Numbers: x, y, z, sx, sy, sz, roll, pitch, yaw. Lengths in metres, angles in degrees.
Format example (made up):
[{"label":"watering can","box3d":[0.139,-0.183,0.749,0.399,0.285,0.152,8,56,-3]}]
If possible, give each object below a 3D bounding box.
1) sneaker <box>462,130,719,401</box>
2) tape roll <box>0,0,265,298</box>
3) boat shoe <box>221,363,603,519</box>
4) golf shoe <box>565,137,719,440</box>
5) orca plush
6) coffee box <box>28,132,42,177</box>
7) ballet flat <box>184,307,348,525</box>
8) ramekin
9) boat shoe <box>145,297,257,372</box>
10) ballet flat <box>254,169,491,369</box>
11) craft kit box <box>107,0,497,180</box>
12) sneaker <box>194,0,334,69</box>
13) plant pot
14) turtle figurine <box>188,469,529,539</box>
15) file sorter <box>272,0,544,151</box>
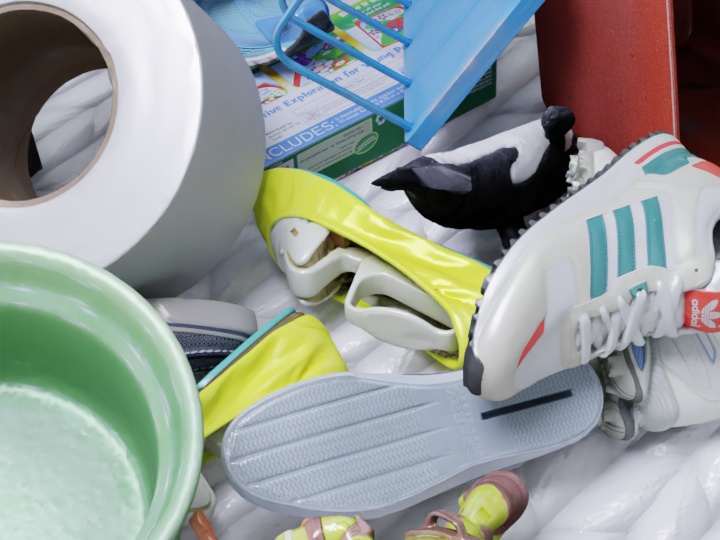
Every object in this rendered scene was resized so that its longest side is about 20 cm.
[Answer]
[{"label":"sneaker","box3d":[0.136,0.007,0.793,0.093,0.071,0.199,31,51,27]},{"label":"tape roll","box3d":[-0.163,-0.079,0.881,0.201,0.139,0.205,-1,83,11]},{"label":"boat shoe","box3d":[0.026,0.089,0.815,0.198,0.067,0.074,-6,74,-12]},{"label":"golf shoe","box3d":[0.164,0.007,0.892,0.096,0.079,0.201,-1,51,-5]},{"label":"orca plush","box3d":[0.088,-0.043,0.927,0.105,0.071,0.200,-29,-6,17]},{"label":"coffee box","box3d":[-0.297,-0.061,0.974,0.079,0.115,0.200,17,45,26]},{"label":"ballet flat","box3d":[-0.083,0.092,0.827,0.199,0.067,0.067,-34,78,-30]},{"label":"ramekin","box3d":[-0.169,0.095,0.706,0.198,0.098,0.201,3,54,-5]},{"label":"boat shoe","box3d":[-0.148,0.070,0.859,0.198,0.075,0.094,-3,73,-19]},{"label":"ballet flat","box3d":[0.000,0.000,0.902,0.199,0.067,0.067,27,49,28]},{"label":"craft kit box","box3d":[-0.043,-0.139,1.091,0.199,0.049,0.197,-28,49,-24]},{"label":"sneaker","box3d":[-0.098,-0.205,1.071,0.078,0.090,0.199,-34,49,-29]},{"label":"plant pot","box3d":[0.212,-0.154,0.982,0.199,0.201,0.176,-25,36,-21]},{"label":"turtle figurine","box3d":[0.035,0.134,0.707,0.199,0.065,0.161,27,21,25]},{"label":"file sorter","box3d":[0.027,-0.208,0.992,0.122,0.139,0.201,27,37,-20]}]
